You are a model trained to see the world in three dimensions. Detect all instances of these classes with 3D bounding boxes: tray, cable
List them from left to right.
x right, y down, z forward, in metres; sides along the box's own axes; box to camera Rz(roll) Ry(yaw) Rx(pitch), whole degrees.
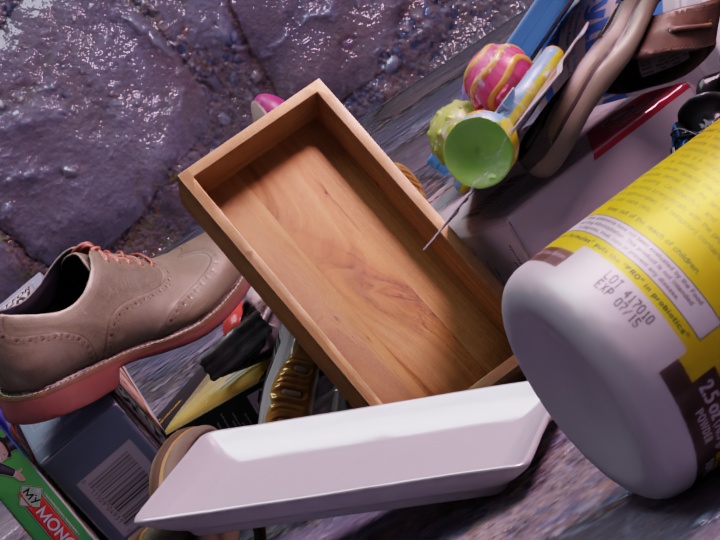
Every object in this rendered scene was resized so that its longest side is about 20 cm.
[{"bbox_3d":[-0.074,0.034,1.338,0.097,0.051,0.200,-33,-3,17],"label":"cable"},{"bbox_3d":[-0.002,0.094,1.072,0.199,0.022,0.107,-10,15,20],"label":"tray"},{"bbox_3d":[0.000,0.000,1.199,0.098,0.200,0.037,-35,-19,-16],"label":"tray"}]

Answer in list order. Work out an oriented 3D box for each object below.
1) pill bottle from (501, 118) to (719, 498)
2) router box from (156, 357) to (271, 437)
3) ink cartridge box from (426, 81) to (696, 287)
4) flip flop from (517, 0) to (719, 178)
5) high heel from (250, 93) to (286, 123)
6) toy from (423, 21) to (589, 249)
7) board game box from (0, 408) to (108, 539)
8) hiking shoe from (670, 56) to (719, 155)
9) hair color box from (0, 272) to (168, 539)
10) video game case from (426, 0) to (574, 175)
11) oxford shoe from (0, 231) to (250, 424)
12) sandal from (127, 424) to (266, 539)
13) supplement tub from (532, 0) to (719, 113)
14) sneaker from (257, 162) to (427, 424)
[{"bbox_3d":[0.161,-0.007,0.888,0.199,0.110,0.109,-36,8,-14],"label":"pill bottle"},{"bbox_3d":[-0.058,0.076,1.478,0.157,0.052,0.200,-31,9,23],"label":"router box"},{"bbox_3d":[0.110,-0.026,1.292,0.144,0.085,0.200,-36,10,-21],"label":"ink cartridge box"},{"bbox_3d":[0.158,-0.122,1.210,0.200,0.057,0.081,-53,-3,-20],"label":"flip flop"},{"bbox_3d":[0.019,-0.049,1.391,0.096,0.200,0.067,-41,10,-11],"label":"high heel"},{"bbox_3d":[0.068,-0.085,1.192,0.115,0.047,0.200,-53,3,16],"label":"toy"},{"bbox_3d":[-0.191,0.137,1.343,0.029,0.135,0.200,-39,9,-6],"label":"board game box"},{"bbox_3d":[0.177,-0.041,1.111,0.074,0.087,0.200,-30,9,24],"label":"hiking shoe"},{"bbox_3d":[-0.169,0.088,1.369,0.061,0.099,0.200,-39,31,-3],"label":"hair color box"},{"bbox_3d":[0.100,-0.136,1.364,0.144,0.018,0.200,-56,-1,16],"label":"video game case"},{"bbox_3d":[-0.134,0.013,1.289,0.070,0.075,0.200,0,26,42],"label":"oxford shoe"},{"bbox_3d":[-0.076,0.137,1.128,0.054,0.081,0.200,-15,14,9],"label":"sandal"},{"bbox_3d":[0.211,-0.142,1.427,0.132,0.132,0.200,-38,8,-29],"label":"supplement tub"},{"bbox_3d":[-0.021,0.032,1.264,0.088,0.075,0.201,136,155,-70],"label":"sneaker"}]
